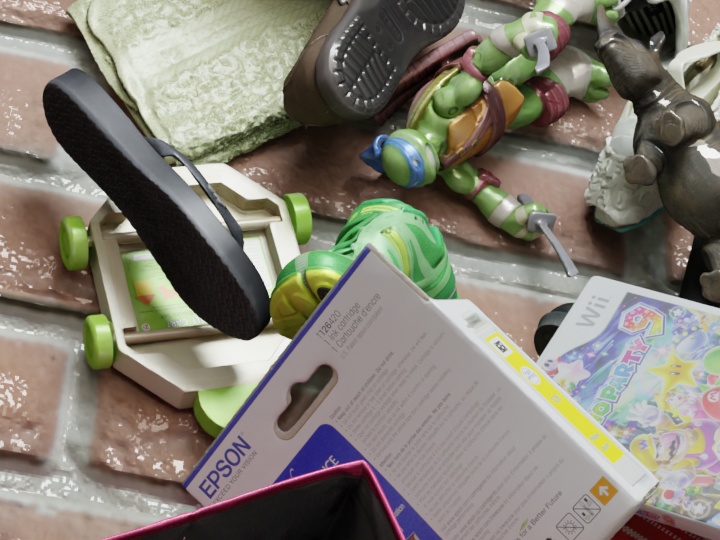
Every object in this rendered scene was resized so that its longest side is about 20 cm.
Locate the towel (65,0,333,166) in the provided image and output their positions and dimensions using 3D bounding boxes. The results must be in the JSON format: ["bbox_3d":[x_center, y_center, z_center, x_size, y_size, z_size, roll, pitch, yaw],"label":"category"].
[{"bbox_3d":[-0.078,-0.152,1.397,0.199,0.037,0.149,-26,70,-28],"label":"towel"}]

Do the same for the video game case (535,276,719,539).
[{"bbox_3d":[0.187,0.080,1.210,0.199,0.018,0.144,15,56,33],"label":"video game case"}]

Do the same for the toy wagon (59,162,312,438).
[{"bbox_3d":[-0.092,0.027,1.281,0.154,0.040,0.201,-6,62,-20],"label":"toy wagon"}]

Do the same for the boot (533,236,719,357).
[{"bbox_3d":[0.213,0.007,1.367,0.164,0.066,0.201,30,58,-5],"label":"boot"}]

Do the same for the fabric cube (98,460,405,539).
[{"bbox_3d":[-0.067,0.244,1.057,0.199,0.200,0.197,-15,65,-24],"label":"fabric cube"}]

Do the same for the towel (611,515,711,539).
[{"bbox_3d":[0.186,0.135,1.216,0.200,0.023,0.144,-41,32,-9],"label":"towel"}]

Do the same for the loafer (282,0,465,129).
[{"bbox_3d":[0.002,-0.158,1.362,0.073,0.071,0.200,59,39,-17],"label":"loafer"}]

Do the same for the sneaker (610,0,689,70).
[{"bbox_3d":[0.178,-0.209,1.425,0.073,0.200,0.071,-26,49,19],"label":"sneaker"}]

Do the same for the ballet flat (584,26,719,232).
[{"bbox_3d":[0.209,-0.105,1.432,0.072,0.072,0.200,40,53,10],"label":"ballet flat"}]

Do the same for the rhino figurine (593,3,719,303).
[{"bbox_3d":[0.197,-0.079,1.325,0.201,0.060,0.087,59,28,6],"label":"rhino figurine"}]

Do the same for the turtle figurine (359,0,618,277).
[{"bbox_3d":[0.118,-0.098,1.362,0.194,0.199,0.144,-44,113,-37],"label":"turtle figurine"}]

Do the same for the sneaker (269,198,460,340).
[{"bbox_3d":[0.000,0.000,1.249,0.074,0.200,0.084,-8,85,21],"label":"sneaker"}]

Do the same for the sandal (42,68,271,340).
[{"bbox_3d":[-0.112,-0.047,1.249,0.043,0.076,0.200,-31,72,-28],"label":"sandal"}]

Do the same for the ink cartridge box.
[{"bbox_3d":[0.029,0.118,1.174,0.200,0.198,0.047,45,26,13],"label":"ink cartridge box"}]
